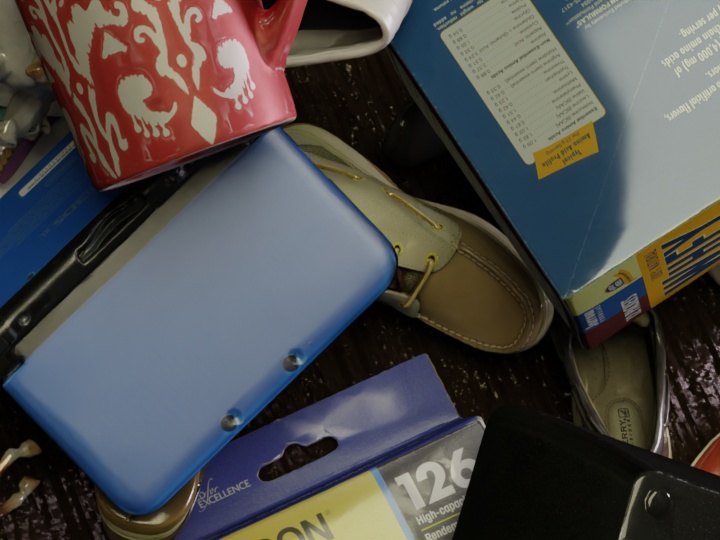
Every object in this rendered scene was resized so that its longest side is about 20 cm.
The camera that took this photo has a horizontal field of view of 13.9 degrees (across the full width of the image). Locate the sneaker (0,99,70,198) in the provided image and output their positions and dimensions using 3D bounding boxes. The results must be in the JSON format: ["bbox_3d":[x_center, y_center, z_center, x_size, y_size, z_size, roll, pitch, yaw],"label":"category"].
[{"bbox_3d":[-0.203,-0.002,1.656,0.200,0.078,0.140,-40,78,-20],"label":"sneaker"}]

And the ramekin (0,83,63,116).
[{"bbox_3d":[-0.164,-0.191,1.633,0.200,0.201,0.098,9,44,-4],"label":"ramekin"}]

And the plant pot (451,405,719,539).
[{"bbox_3d":[0.158,0.188,1.540,0.199,0.177,0.200,20,79,-13],"label":"plant pot"}]

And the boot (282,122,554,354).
[{"bbox_3d":[0.000,0.000,1.647,0.200,0.072,0.155,34,26,11],"label":"boot"}]

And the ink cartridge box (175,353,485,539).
[{"bbox_3d":[0.001,0.164,1.639,0.197,0.047,0.200,-24,76,-16],"label":"ink cartridge box"}]

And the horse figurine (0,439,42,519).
[{"bbox_3d":[-0.231,0.118,1.566,0.050,0.200,0.133,19,58,34],"label":"horse figurine"}]

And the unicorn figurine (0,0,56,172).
[{"bbox_3d":[-0.194,-0.129,1.546,0.074,0.137,0.200,-13,105,3],"label":"unicorn figurine"}]

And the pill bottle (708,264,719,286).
[{"bbox_3d":[0.285,-0.074,1.736,0.114,0.114,0.200,25,67,2],"label":"pill bottle"}]

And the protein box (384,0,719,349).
[{"bbox_3d":[0.144,-0.102,1.615,0.198,0.135,0.200,-33,75,1],"label":"protein box"}]

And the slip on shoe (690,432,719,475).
[{"bbox_3d":[0.247,0.104,1.689,0.200,0.061,0.074,-41,81,-19],"label":"slip on shoe"}]

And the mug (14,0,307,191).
[{"bbox_3d":[-0.101,-0.155,1.452,0.133,0.177,0.200,-21,92,-48],"label":"mug"}]

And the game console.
[{"bbox_3d":[-0.110,0.001,1.576,0.200,0.171,0.118,-43,121,-3],"label":"game console"}]

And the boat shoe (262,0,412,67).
[{"bbox_3d":[-0.074,-0.141,1.553,0.200,0.074,0.065,-4,36,16],"label":"boat shoe"}]

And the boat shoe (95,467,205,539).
[{"bbox_3d":[-0.112,0.076,1.638,0.073,0.065,0.200,19,47,-2],"label":"boat shoe"}]

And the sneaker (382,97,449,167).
[{"bbox_3d":[0.108,-0.103,1.744,0.200,0.074,0.089,-31,74,-18],"label":"sneaker"}]

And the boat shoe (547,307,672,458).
[{"bbox_3d":[0.143,0.032,1.699,0.073,0.065,0.200,-12,70,-11],"label":"boat shoe"}]
